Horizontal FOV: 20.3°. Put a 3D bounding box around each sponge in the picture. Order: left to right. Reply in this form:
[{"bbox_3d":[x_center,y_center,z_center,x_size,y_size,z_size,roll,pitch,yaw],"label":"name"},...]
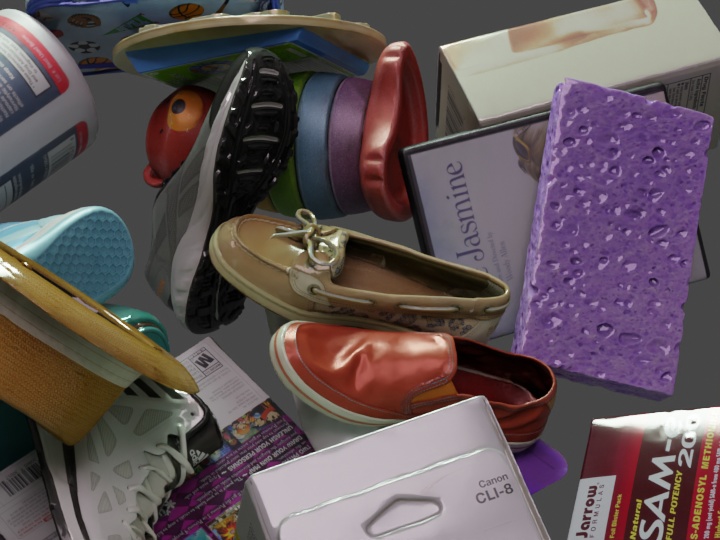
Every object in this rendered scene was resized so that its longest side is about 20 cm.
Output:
[{"bbox_3d":[0.171,-0.022,1.359,0.111,0.030,0.201,12,76,-8],"label":"sponge"}]

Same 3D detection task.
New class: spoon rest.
[{"bbox_3d":[-0.012,0.072,1.335,0.099,0.061,0.201,-3,51,-37],"label":"spoon rest"}]

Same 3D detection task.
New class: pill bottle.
[{"bbox_3d":[-0.297,-0.087,1.427,0.119,0.120,0.200,36,59,26],"label":"pill bottle"}]

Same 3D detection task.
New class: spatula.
[{"bbox_3d":[0.052,0.164,1.280,0.200,0.021,0.056,-37,48,-24],"label":"spatula"}]

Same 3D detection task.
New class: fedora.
[{"bbox_3d":[-0.190,0.047,1.192,0.200,0.201,0.082,32,87,24],"label":"fedora"}]

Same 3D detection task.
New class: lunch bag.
[{"bbox_3d":[-0.148,-0.200,1.503,0.199,0.160,0.076,-3,71,-3],"label":"lunch bag"}]

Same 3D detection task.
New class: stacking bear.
[{"bbox_3d":[-0.060,-0.092,1.439,0.199,0.114,0.122,3,66,16],"label":"stacking bear"}]

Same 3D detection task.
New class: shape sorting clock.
[{"bbox_3d":[-0.080,-0.160,1.451,0.199,0.200,0.040,-6,83,-5],"label":"shape sorting clock"}]

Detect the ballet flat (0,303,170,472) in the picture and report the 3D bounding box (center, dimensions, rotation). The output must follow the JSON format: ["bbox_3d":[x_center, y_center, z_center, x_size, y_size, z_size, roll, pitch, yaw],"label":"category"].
[{"bbox_3d":[-0.220,0.085,1.331,0.199,0.068,0.070,-32,33,-23],"label":"ballet flat"}]

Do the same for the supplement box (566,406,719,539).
[{"bbox_3d":[0.233,0.139,1.225,0.199,0.061,0.109,-9,44,29],"label":"supplement box"}]

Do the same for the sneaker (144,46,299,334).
[{"bbox_3d":[-0.103,-0.060,1.369,0.079,0.201,0.074,33,23,36],"label":"sneaker"}]

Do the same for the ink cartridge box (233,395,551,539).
[{"bbox_3d":[0.018,0.187,1.128,0.144,0.200,0.145,-18,68,-15],"label":"ink cartridge box"}]

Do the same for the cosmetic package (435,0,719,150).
[{"bbox_3d":[0.161,-0.127,1.470,0.199,0.104,0.088,-14,52,-13],"label":"cosmetic package"}]

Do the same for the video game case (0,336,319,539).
[{"bbox_3d":[-0.120,0.155,1.280,0.200,0.036,0.181,-34,58,-24],"label":"video game case"}]

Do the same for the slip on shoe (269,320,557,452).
[{"bbox_3d":[0.036,0.064,1.279,0.199,0.061,0.074,15,43,-20],"label":"slip on shoe"}]

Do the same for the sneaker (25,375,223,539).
[{"bbox_3d":[-0.133,0.131,1.226,0.115,0.076,0.201,-16,49,-9],"label":"sneaker"}]

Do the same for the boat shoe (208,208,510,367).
[{"bbox_3d":[0.000,0.000,1.317,0.199,0.063,0.074,17,43,-13],"label":"boat shoe"}]

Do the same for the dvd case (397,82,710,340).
[{"bbox_3d":[0.136,-0.039,1.394,0.199,0.018,0.144,-15,94,-12],"label":"dvd case"}]

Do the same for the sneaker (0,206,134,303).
[{"bbox_3d":[-0.257,0.023,1.335,0.130,0.080,0.200,-6,16,45],"label":"sneaker"}]
